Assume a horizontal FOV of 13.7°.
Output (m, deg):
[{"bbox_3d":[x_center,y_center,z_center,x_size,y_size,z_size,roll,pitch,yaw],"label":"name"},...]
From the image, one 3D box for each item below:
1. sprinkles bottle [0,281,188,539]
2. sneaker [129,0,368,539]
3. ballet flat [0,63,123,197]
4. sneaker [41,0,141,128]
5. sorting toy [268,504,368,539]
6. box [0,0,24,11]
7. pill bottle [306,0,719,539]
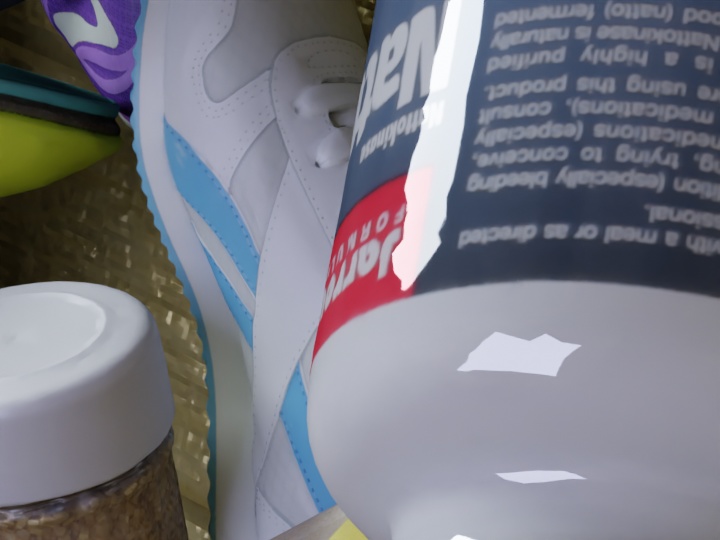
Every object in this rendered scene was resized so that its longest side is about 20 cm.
[{"bbox_3d":[-0.067,0.105,0.752,0.068,0.068,0.200,17,126,43],"label":"sprinkles bottle"},{"bbox_3d":[0.000,0.000,0.744,0.081,0.076,0.201,-14,86,38],"label":"sneaker"},{"bbox_3d":[-0.163,-0.042,0.773,0.067,0.200,0.067,-145,73,-74],"label":"ballet flat"},{"bbox_3d":[-0.093,-0.118,0.827,0.081,0.083,0.200,-48,58,32],"label":"sneaker"},{"bbox_3d":[0.050,0.078,0.610,0.200,0.036,0.185,-33,33,14],"label":"sorting toy"},{"bbox_3d":[-0.123,-0.168,0.698,0.104,0.200,0.183,-24,80,15],"label":"box"},{"bbox_3d":[0.053,0.002,0.543,0.119,0.119,0.200,-16,54,43],"label":"pill bottle"}]
